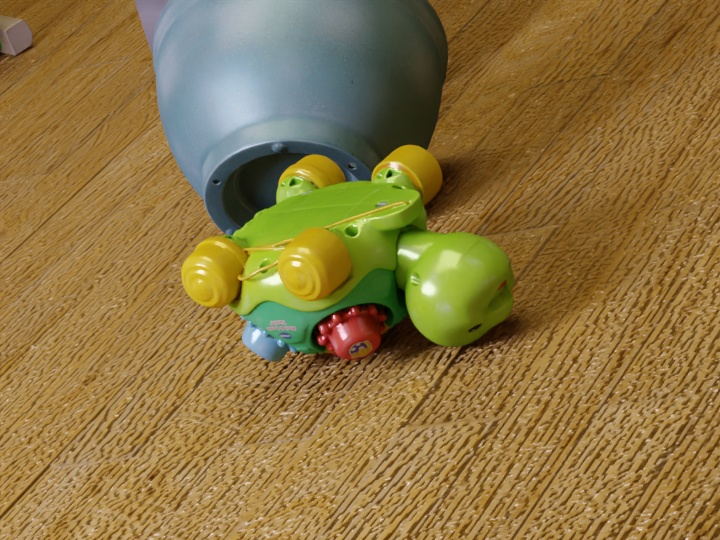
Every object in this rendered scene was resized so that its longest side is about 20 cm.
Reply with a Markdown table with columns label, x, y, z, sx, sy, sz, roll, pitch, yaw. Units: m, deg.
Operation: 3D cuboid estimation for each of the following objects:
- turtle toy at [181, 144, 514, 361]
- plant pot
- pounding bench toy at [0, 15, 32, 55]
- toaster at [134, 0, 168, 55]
| label | x | y | z | sx | sy | sz | roll | pitch | yaw |
| --- | --- | --- | --- | --- | --- | --- | --- | --- | --- |
| turtle toy | 0.000 | 0.000 | 1.704 | 0.200 | 0.101 | 0.146 | -3 | 27 | 39 |
| plant pot | -0.042 | -0.095 | 1.898 | 0.200 | 0.200 | 0.134 | -14 | 49 | 19 |
| pounding bench toy | -0.412 | -0.208 | 2.619 | 0.124 | 0.200 | 0.156 | 10 | 68 | 58 |
| toaster | -0.065 | -0.184 | 2.128 | 0.200 | 0.181 | 0.119 | -27 | 18 | -18 |
